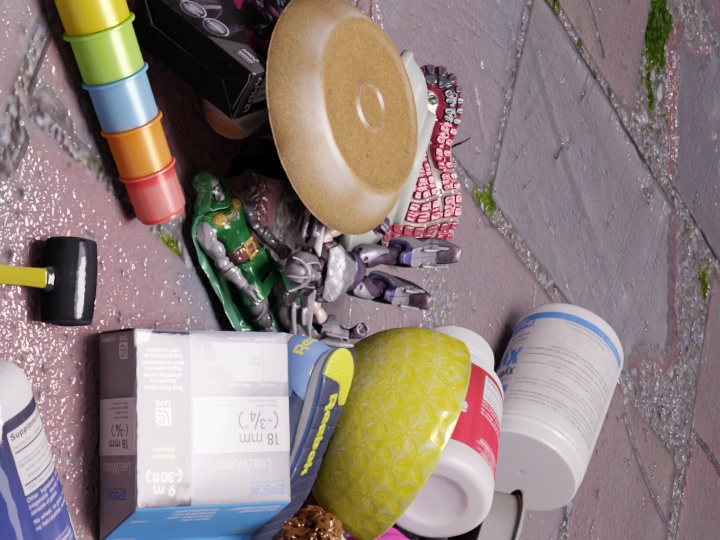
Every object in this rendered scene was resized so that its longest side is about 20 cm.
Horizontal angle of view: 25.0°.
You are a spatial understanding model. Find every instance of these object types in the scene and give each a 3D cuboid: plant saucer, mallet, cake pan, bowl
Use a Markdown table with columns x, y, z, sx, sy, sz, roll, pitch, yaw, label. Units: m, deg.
| x | y | z | sx | sy | sz | roll | pitch | yaw | label |
| --- | --- | --- | --- | --- | --- | --- | --- | --- | --- |
| -0.004 | -0.131 | 1.317 | 0.200 | 0.035 | 0.202 | 19 | 67 | -54 | plant saucer |
| -0.259 | 0.012 | 1.124 | 0.199 | 0.041 | 0.067 | -4 | 93 | -54 | mallet |
| 0.031 | -0.100 | 1.492 | 0.200 | 0.050 | 0.202 | 18 | 90 | -87 | plant saucer |
| 0.101 | 0.297 | 1.568 | 0.200 | 0.036 | 0.202 | -90 | -154 | -84 | cake pan |
| 0.001 | 0.125 | 1.430 | 0.107 | 0.200 | 0.201 | 30 | 55 | -13 | bowl |

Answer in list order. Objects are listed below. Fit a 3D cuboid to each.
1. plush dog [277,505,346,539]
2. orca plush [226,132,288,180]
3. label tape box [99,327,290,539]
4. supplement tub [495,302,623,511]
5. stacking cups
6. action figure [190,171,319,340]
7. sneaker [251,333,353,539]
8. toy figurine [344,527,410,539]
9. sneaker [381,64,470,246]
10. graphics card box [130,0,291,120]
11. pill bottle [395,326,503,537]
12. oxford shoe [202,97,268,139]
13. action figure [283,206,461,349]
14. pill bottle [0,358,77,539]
| x | y | z | sx | sy | sz | roll | pitch | yaw | label |
| --- | --- | --- | --- | --- | --- | --- | --- | --- | --- |
| -0.039 | 0.288 | 1.297 | 0.172 | 0.159 | 0.201 | 50 | 57 | -55 | plush dog |
| -0.028 | -0.116 | 1.431 | 0.200 | 0.071 | 0.106 | -21 | 142 | -62 | orca plush |
| -0.127 | 0.148 | 1.254 | 0.143 | 0.063 | 0.202 | 3 | 83 | -38 | label tape box |
| 0.203 | 0.146 | 1.770 | 0.133 | 0.131 | 0.201 | 63 | 38 | -32 | supplement tub |
| -0.183 | -0.134 | 1.247 | 0.061 | 0.060 | 0.202 | -49 | 131 | -49 | stacking cups |
| -0.093 | 0.001 | 1.379 | 0.118 | 0.054 | 0.201 | -55 | 128 | -42 | action figure |
| -0.076 | 0.144 | 1.357 | 0.202 | 0.082 | 0.074 | -67 | 161 | 7 | sneaker |
| 0.020 | 0.329 | 1.476 | 0.200 | 0.149 | 0.186 | 64 | 22 | -68 | toy figurine |
| 0.061 | -0.102 | 1.624 | 0.080 | 0.075 | 0.202 | 10 | 89 | -16 | sneaker |
| -0.088 | -0.197 | 1.343 | 0.200 | 0.125 | 0.051 | -29 | 155 | -55 | graphics card box |
| 0.080 | 0.149 | 1.566 | 0.201 | 0.111 | 0.113 | -77 | 147 | -51 | pill bottle |
| -0.084 | -0.169 | 1.410 | 0.058 | 0.075 | 0.200 | -65 | 173 | 32 | oxford shoe |
| 0.000 | 0.000 | 1.401 | 0.199 | 0.069 | 0.131 | -1 | 113 | -54 | action figure |
| -0.255 | 0.125 | 1.040 | 0.111 | 0.110 | 0.202 | -36 | 116 | -54 | pill bottle |
